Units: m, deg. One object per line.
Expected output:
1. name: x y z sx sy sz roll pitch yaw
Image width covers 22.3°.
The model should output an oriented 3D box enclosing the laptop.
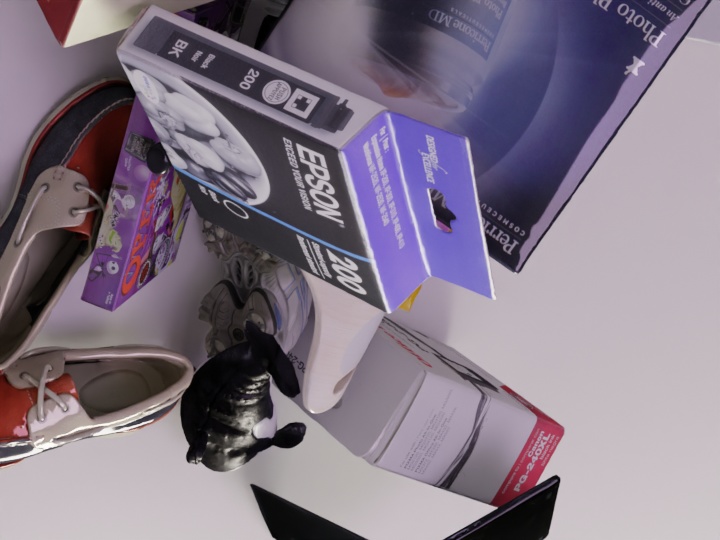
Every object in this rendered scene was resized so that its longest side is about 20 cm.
1. laptop: 0.037 0.186 1.407 0.199 0.116 0.187 -29 161 -8

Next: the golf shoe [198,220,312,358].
1. golf shoe: -0.063 -0.025 1.299 0.097 0.078 0.201 -35 143 -51

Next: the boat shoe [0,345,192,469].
1. boat shoe: -0.201 0.084 1.208 0.199 0.072 0.062 -4 160 -45

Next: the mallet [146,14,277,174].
1. mallet: -0.080 -0.114 1.162 0.200 0.041 0.066 -42 153 -63

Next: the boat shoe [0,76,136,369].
1. boat shoe: -0.193 -0.030 1.163 0.201 0.062 0.071 -54 137 -1

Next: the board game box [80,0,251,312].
1. board game box: -0.123 -0.083 1.171 0.120 0.032 0.201 -40 151 -66

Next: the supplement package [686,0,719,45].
1. supplement package: 0.168 -0.281 1.220 0.146 0.200 0.192 2 115 -44

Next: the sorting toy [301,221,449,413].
1. sorting toy: 0.000 0.000 1.246 0.200 0.106 0.181 -62 170 -74

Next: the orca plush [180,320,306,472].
1. orca plush: -0.090 0.112 1.290 0.105 0.200 0.071 36 62 -12

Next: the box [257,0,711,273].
1. box: 0.066 -0.139 1.074 0.199 0.123 0.199 34 100 -5

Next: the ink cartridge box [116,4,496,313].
1. ink cartridge box: -0.025 -0.049 1.029 0.044 0.199 0.198 -59 159 -19

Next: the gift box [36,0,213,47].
1. gift box: -0.101 -0.260 0.977 0.186 0.201 0.184 -21 172 -28

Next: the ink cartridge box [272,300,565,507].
1. ink cartridge box: 0.041 0.100 1.408 0.200 0.145 0.084 26 97 -49

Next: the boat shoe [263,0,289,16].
1. boat shoe: -0.012 -0.185 1.201 0.201 0.074 0.065 4 89 -55
